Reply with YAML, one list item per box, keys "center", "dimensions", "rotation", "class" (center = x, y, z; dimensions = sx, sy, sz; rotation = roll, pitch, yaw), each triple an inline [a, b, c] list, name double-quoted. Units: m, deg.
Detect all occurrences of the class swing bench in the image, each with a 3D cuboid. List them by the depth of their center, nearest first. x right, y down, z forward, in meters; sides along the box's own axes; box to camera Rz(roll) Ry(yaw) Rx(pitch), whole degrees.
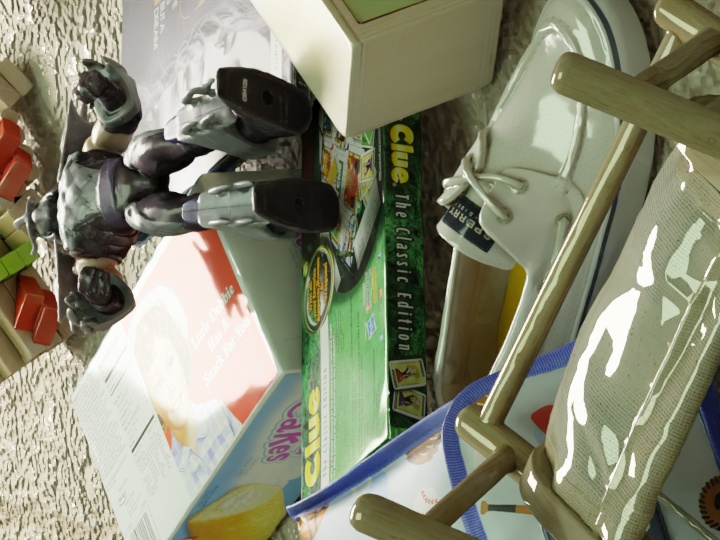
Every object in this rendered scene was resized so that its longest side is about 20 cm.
- center: [0.135, 0.042, 1.037]
  dimensions: [0.200, 0.130, 0.199]
  rotation: [30, 115, 13]
  class: "swing bench"

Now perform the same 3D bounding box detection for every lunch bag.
- center: [0.082, 0.130, 1.202]
  dimensions: [0.200, 0.124, 0.170]
  rotation: [-33, 68, 39]
  class: "lunch bag"

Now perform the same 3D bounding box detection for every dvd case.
- center: [-0.073, -0.112, 1.456]
  dimensions: [0.200, 0.016, 0.149]
  rotation: [-34, 51, 55]
  class: "dvd case"

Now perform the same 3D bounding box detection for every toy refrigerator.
- center: [-0.020, -0.160, 1.315]
  dimensions: [0.200, 0.076, 0.070]
  rotation: [57, 158, 31]
  class: "toy refrigerator"

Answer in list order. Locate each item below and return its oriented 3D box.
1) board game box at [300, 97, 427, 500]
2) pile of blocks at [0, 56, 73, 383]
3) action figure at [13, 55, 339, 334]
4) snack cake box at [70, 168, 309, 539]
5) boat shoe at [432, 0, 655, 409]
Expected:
- center: [0.000, 0.000, 1.331]
  dimensions: [0.105, 0.023, 0.200]
  rotation: [139, 136, -57]
  class: "board game box"
- center: [-0.211, -0.037, 1.668]
  dimensions: [0.062, 0.082, 0.200]
  rotation: [-33, 68, 56]
  class: "pile of blocks"
- center: [-0.100, -0.040, 1.383]
  dimensions: [0.200, 0.069, 0.130]
  rotation: [-14, 80, 46]
  class: "action figure"
- center: [-0.067, 0.053, 1.470]
  dimensions: [0.200, 0.067, 0.115]
  rotation: [-55, 49, 47]
  class: "snack cake box"
- center: [0.067, -0.024, 1.233]
  dimensions: [0.071, 0.070, 0.200]
  rotation: [44, 132, 45]
  class: "boat shoe"
